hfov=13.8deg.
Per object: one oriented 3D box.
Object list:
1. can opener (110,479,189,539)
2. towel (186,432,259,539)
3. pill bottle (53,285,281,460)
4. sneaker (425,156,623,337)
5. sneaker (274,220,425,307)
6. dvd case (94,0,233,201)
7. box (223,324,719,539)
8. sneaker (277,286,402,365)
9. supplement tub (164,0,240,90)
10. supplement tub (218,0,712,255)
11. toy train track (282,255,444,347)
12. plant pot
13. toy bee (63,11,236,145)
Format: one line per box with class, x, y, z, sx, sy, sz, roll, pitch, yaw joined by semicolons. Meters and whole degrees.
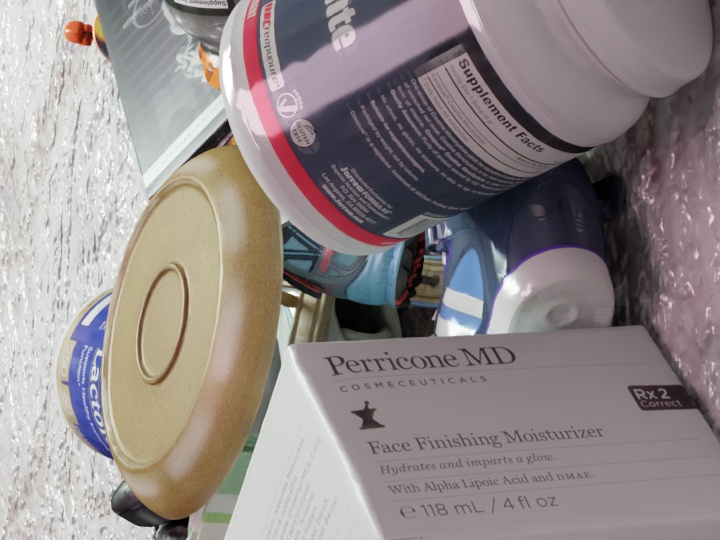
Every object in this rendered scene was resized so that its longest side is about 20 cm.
can opener;-0.039;0.108;1.616;0.199;0.079;0.064;-26;72;23
towel;-0.032;0.173;1.624;0.023;0.152;0.201;-98;21;-52
pill bottle;-0.100;0.071;1.788;0.200;0.115;0.117;9;100;63
sneaker;0.067;0.011;1.497;0.201;0.080;0.147;111;154;-45
sneaker;-0.008;-0.077;1.559;0.079;0.095;0.201;90;-175;-57
dvd case;-0.088;-0.151;1.696;0.149;0.016;0.201;-44;41;23
box;0.049;0.144;1.395;0.131;0.198;0.201;60;143;42
sneaker;-0.012;0.069;1.661;0.080;0.070;0.202;-16;77;60
supplement tub;-0.050;-0.198;1.489;0.122;0.122;0.201;35;140;58
supplement tub;0.047;-0.104;1.373;0.199;0.140;0.141;-26;66;29
toy train track;0.000;0.000;1.602;0.199;0.032;0.115;6;81;46
plant pot;-0.095;0.030;1.566;0.200;0.027;0.201;-38;46;54
toy bee;-0.121;-0.131;1.820;0.131;0.108;0.201;52;-151;-61
